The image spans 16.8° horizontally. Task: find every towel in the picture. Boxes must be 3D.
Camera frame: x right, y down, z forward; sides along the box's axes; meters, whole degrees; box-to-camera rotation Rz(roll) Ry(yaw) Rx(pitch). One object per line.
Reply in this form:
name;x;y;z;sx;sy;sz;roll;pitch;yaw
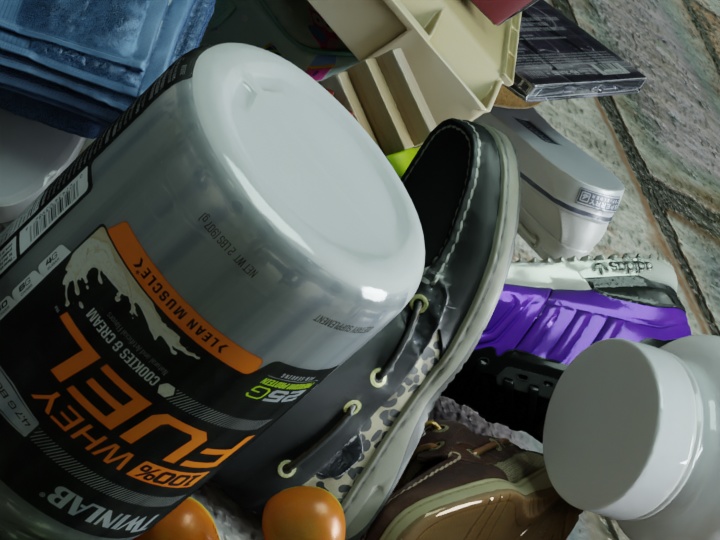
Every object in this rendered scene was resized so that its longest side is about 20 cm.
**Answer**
towel;-0.162;-0.128;1.042;0.199;0.049;0.112;19;52;-1

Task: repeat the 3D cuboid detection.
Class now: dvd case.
dvd case;0.061;-0.163;1.448;0.200;0.016;0.148;40;25;22

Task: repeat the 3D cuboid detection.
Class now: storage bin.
storage bin;-0.013;-0.175;1.239;0.200;0.093;0.199;48;26;-21

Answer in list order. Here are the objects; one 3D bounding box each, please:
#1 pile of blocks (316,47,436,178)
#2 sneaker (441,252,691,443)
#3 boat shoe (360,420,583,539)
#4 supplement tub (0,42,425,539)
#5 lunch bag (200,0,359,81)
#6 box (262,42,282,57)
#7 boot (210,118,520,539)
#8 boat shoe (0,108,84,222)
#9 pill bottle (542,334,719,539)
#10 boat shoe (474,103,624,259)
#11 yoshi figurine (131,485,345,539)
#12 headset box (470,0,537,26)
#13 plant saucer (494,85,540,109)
pile of blocks;0.000;0.000;1.132;0.062;0.082;0.202;-24;114;-65
sneaker;0.088;0.050;1.232;0.199;0.070;0.100;-6;64;-23
boat shoe;0.043;0.109;1.159;0.072;0.072;0.200;35;20;22
supplement tub;-0.082;0.020;0.909;0.122;0.200;0.123;36;28;-23
lunch bag;-0.074;-0.175;1.348;0.201;0.077;0.160;56;27;14
box;-0.078;-0.045;1.162;0.064;0.070;0.200;49;25;-2
boot;-0.028;0.008;1.047;0.153;0.205;0.073;26;0;-32
boat shoe;-0.154;-0.095;1.103;0.071;0.066;0.201;7;54;-8
pill bottle;0.189;0.094;1.190;0.199;0.112;0.112;16;39;-34
boat shoe;0.087;-0.062;1.464;0.072;0.066;0.200;9;22;-38
yoshi figurine;-0.065;0.141;0.891;0.112;0.113;0.200;30;30;-6
headset box;0.040;-0.229;1.196;0.200;0.077;0.149;39;30;-32
plant saucer;0.035;-0.169;1.498;0.199;0.036;0.200;26;22;-11
